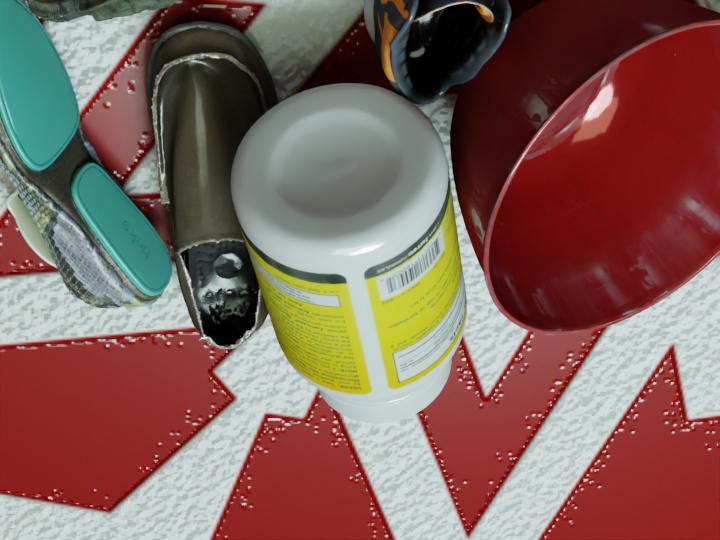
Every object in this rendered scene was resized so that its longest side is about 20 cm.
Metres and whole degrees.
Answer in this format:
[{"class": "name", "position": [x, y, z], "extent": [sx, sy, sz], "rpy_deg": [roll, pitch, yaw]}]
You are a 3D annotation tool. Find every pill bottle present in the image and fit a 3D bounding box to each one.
[{"class": "pill bottle", "position": [0.000, 0.000, 0.926], "extent": [0.112, 0.113, 0.200], "rpy_deg": [-12, 146, 0]}]

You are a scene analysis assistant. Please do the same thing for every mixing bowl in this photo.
[{"class": "mixing bowl", "position": [0.122, -0.075, 0.905], "extent": [0.200, 0.108, 0.200], "rpy_deg": [-22, 139, -21]}]

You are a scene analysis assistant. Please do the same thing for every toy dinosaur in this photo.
[{"class": "toy dinosaur", "position": [-0.090, -0.156, 0.846], "extent": [0.200, 0.088, 0.048], "rpy_deg": [-1, 121, 45]}]

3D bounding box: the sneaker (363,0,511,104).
[{"class": "sneaker", "position": [0.054, -0.175, 0.852], "extent": [0.077, 0.112, 0.201], "rpy_deg": [4, 121, -10]}]

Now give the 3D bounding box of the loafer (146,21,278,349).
[{"class": "loafer", "position": [-0.074, -0.041, 0.942], "extent": [0.073, 0.071, 0.201], "rpy_deg": [-9, 122, -1]}]

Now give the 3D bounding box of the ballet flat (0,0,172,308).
[{"class": "ballet flat", "position": [-0.177, -0.058, 0.926], "extent": [0.072, 0.072, 0.201], "rpy_deg": [-24, 118, 8]}]
